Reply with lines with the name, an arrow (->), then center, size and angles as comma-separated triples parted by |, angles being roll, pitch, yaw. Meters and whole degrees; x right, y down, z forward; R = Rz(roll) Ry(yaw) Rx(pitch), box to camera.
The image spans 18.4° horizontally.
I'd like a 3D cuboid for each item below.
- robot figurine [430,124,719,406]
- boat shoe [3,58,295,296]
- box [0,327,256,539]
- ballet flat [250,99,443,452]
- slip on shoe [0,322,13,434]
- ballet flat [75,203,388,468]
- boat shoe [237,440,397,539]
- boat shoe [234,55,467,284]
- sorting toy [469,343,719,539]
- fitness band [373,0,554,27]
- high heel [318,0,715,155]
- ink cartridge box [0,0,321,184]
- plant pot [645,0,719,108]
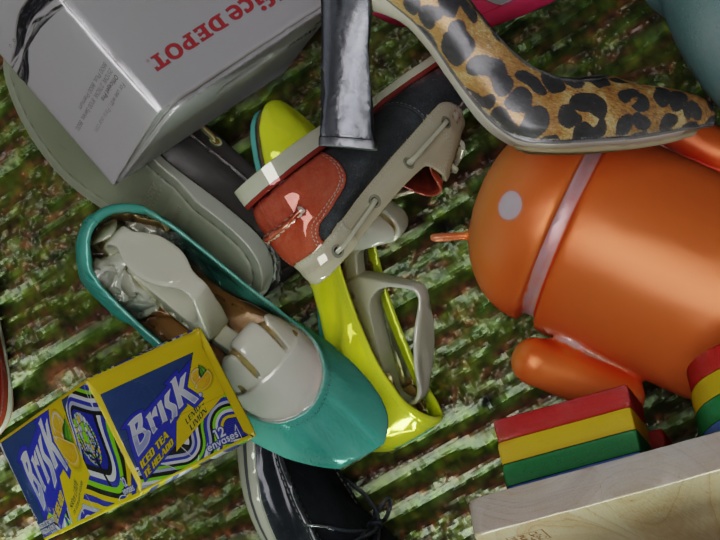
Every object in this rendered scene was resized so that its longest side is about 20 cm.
robot figurine -> 0.141, -0.007, 1.150 | 0.199, 0.117, 0.145 | 25, 113, 10
boat shoe -> -0.114, -0.063, 1.228 | 0.201, 0.061, 0.072 | 46, 131, 7
box -> -0.128, 0.089, 1.165 | 0.070, 0.200, 0.065 | -25, 87, -25
ballet flat -> 0.000, 0.000, 1.197 | 0.067, 0.067, 0.201 | -11, 100, 27
slip on shoe -> -0.245, 0.003, 1.254 | 0.074, 0.061, 0.201 | -14, 89, 13
ballet flat -> -0.073, 0.033, 1.157 | 0.200, 0.070, 0.067 | 36, 81, 12
boat shoe -> -0.007, 0.153, 1.204 | 0.062, 0.075, 0.201 | -21, 95, 29
boat shoe -> 0.017, -0.061, 1.148 | 0.063, 0.200, 0.071 | 51, 136, 2
sorting toy -> 0.172, 0.100, 1.117 | 0.198, 0.200, 0.070 | -17, 65, 15
fitness band -> 0.069, -0.200, 1.146 | 0.199, 0.037, 0.145 | -18, 63, 40
high heel -> 0.077, -0.128, 1.077 | 0.199, 0.071, 0.144 | 1, 91, -5
ink cartridge box -> -0.133, -0.167, 1.176 | 0.200, 0.144, 0.084 | 49, 144, 5
plant pot -> 0.223, -0.158, 1.105 | 0.134, 0.200, 0.201 | 30, 99, 35
